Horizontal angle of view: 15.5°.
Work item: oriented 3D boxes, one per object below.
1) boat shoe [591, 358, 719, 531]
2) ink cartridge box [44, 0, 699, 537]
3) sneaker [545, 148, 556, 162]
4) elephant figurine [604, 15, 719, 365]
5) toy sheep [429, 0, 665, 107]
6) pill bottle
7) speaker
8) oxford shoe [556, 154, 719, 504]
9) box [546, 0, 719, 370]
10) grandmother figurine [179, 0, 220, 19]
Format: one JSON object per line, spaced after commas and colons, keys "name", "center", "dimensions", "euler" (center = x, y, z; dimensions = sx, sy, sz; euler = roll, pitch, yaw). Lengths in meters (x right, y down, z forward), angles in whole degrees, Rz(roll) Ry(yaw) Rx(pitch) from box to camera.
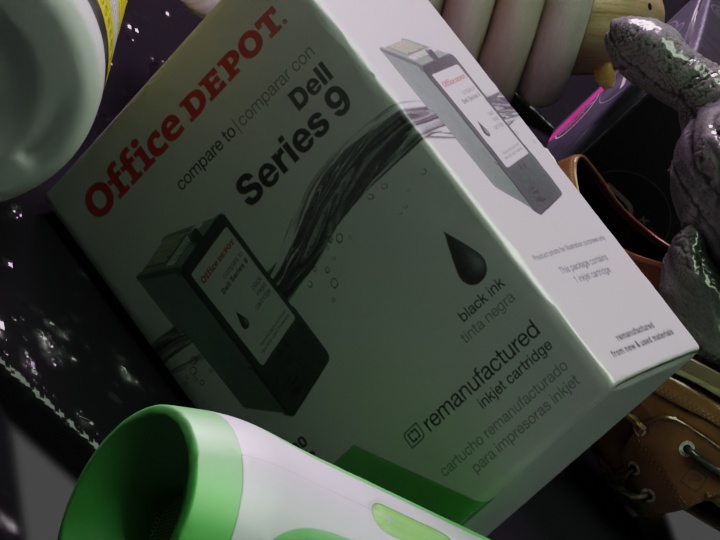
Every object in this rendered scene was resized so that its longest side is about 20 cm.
{"name": "boat shoe", "center": [0.134, 0.075, 1.129], "dimensions": [0.199, 0.068, 0.072], "euler": [24, -6, -7]}
{"name": "ink cartridge box", "center": [0.000, 0.000, 0.961], "dimensions": [0.200, 0.146, 0.084], "euler": [52, 28, 13]}
{"name": "sneaker", "center": [0.045, -0.015, 1.082], "dimensions": [0.074, 0.116, 0.200], "euler": [32, 28, -23]}
{"name": "elephant figurine", "center": [0.190, -0.013, 1.162], "dimensions": [0.200, 0.142, 0.155], "euler": [31, -10, -17]}
{"name": "toy sheep", "center": [0.047, -0.140, 1.250], "dimensions": [0.199, 0.138, 0.138], "euler": [12, 32, -1]}
{"name": "pill bottle", "center": [-0.136, -0.119, 0.963], "dimensions": [0.111, 0.111, 0.200], "euler": [37, 29, -19]}
{"name": "speaker", "center": [0.000, 0.114, 0.868], "dimensions": [0.200, 0.088, 0.089], "euler": [28, 32, -33]}
{"name": "oxford shoe", "center": [0.137, 0.034, 1.199], "dimensions": [0.200, 0.071, 0.071], "euler": [52, 25, 6]}
{"name": "box", "center": [0.197, -0.022, 1.304], "dimensions": [0.200, 0.122, 0.106], "euler": [43, 27, -9]}
{"name": "grandmother figurine", "center": [-0.031, -0.103, 1.076], "dimensions": [0.121, 0.061, 0.200], "euler": [20, -5, 22]}
